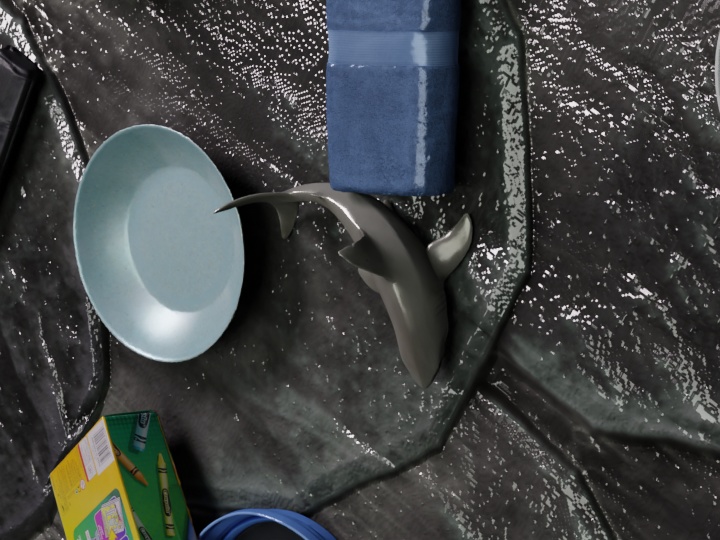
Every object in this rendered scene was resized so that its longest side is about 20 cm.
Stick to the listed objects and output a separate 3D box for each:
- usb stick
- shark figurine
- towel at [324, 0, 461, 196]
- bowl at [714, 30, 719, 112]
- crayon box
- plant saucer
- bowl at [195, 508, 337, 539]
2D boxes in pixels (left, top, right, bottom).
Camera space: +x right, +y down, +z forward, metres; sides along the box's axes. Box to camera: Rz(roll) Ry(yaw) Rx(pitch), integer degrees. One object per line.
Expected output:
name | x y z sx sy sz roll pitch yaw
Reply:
usb stick | -0.344 -0.112 1.578 0.055 0.033 0.200 36 119 20
shark figurine | -0.007 -0.022 1.295 0.214 0.089 0.128 42 120 22
towel | 0.026 -0.156 1.267 0.111 0.048 0.201 9 103 37
bowl | 0.312 -0.125 1.001 0.200 0.090 0.202 6 110 15
crayon box | -0.196 0.237 1.473 0.119 0.058 0.201 -44 58 44
plant saucer | -0.161 -0.024 1.446 0.200 0.039 0.202 7 102 37
bowl | -0.067 0.294 1.429 0.200 0.039 0.202 8 104 37
